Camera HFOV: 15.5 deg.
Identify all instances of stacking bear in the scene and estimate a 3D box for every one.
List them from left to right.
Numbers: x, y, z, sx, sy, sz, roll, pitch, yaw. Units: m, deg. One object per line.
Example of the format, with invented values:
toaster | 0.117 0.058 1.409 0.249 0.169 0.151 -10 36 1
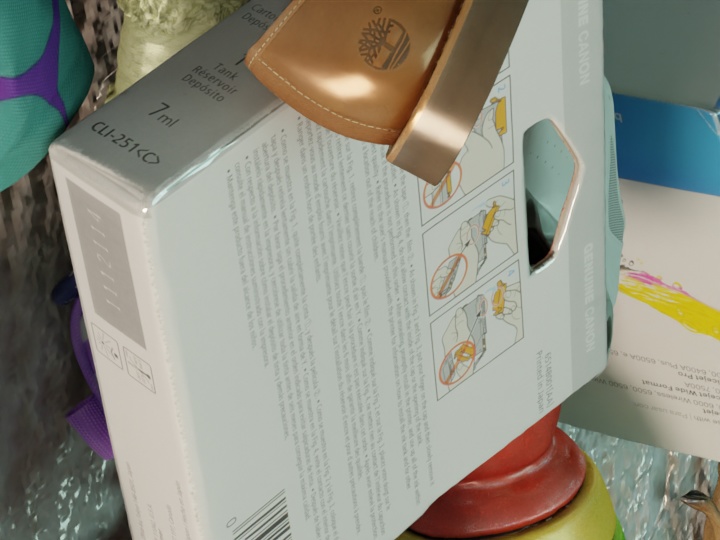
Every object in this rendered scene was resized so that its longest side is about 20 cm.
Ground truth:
stacking bear | 0.048 0.101 1.035 0.121 0.113 0.201 -40 129 -46

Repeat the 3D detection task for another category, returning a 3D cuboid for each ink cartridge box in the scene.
ink cartridge box | 0.000 0.000 0.788 0.176 0.045 0.201 -37 142 -28
ink cartridge box | 0.125 -0.046 1.065 0.147 0.144 0.201 -53 142 -34

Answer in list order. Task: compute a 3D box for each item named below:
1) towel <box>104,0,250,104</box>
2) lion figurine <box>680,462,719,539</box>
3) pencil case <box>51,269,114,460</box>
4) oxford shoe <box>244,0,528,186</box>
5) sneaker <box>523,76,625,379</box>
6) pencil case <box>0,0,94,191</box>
towel | -0.004 -0.099 0.849 0.199 0.036 0.149 -28 141 -41
lion figurine | 0.222 0.121 1.382 0.199 0.072 0.123 -25 136 -37
pencil case | -0.017 0.003 0.911 0.200 0.084 0.086 -31 165 -49
oxford shoe | 0.024 -0.125 0.703 0.071 0.071 0.201 123 -10 -64
sneaker | 0.041 -0.055 0.865 0.201 0.074 0.089 64 37 -47
pencil case | -0.140 -0.100 0.657 0.085 0.092 0.201 -100 172 -47
